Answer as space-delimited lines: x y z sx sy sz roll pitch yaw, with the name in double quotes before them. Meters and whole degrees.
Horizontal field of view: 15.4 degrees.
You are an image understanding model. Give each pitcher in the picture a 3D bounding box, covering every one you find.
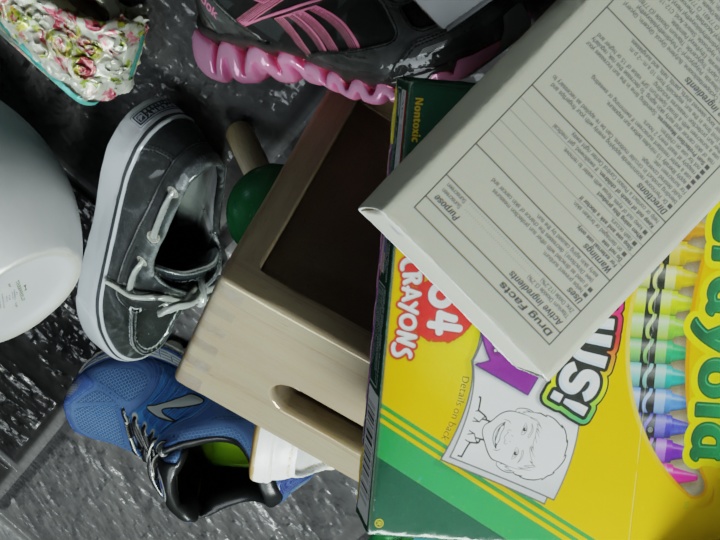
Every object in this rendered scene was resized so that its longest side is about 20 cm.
"pitcher" -0.240 -0.047 1.523 0.200 0.121 0.172 53 167 23

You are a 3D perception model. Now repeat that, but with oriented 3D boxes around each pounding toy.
"pounding toy" 0.000 0.000 1.329 0.199 0.185 0.142 29 145 0

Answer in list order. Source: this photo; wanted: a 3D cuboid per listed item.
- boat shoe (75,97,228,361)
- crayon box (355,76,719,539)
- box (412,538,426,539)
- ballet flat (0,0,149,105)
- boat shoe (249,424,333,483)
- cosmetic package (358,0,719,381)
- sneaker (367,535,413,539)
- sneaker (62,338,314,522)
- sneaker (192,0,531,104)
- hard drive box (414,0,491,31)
"boat shoe" -0.108 -0.008 1.495 0.068 0.073 0.200 41 139 23
"crayon box" 0.094 0.021 1.187 0.171 0.201 0.058 5 -174 -6
"box" 0.064 0.157 1.398 0.049 0.201 0.082 14 172 32
"ballet flat" -0.192 -0.169 1.410 0.200 0.076 0.064 38 115 -5
"boat shoe" -0.004 0.068 1.405 0.069 0.200 0.071 17 108 12
"cosmetic package" 0.106 -0.062 1.115 0.104 0.200 0.073 46 177 -8
"sneaker" 0.065 0.170 1.533 0.084 0.074 0.200 45 146 -16
"sneaker" -0.109 0.098 1.600 0.199 0.089 0.079 7 134 38
"sneaker" -0.011 -0.138 1.267 0.199 0.079 0.096 7 123 37
"hard drive box" 0.026 -0.220 1.124 0.200 0.077 0.156 47 145 -10
